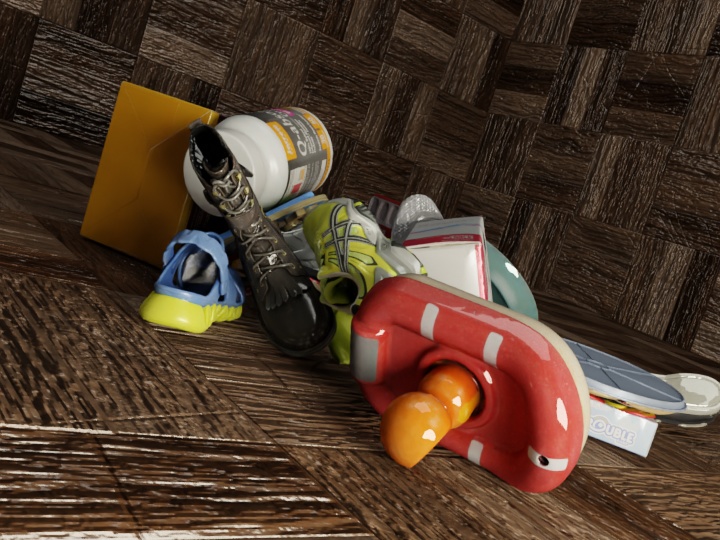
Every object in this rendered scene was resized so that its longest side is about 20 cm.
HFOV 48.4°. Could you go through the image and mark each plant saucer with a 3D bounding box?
[{"bbox_3d":[0.145,0.023,1.061,0.199,0.027,0.201,37,-24,19],"label":"plant saucer"}]

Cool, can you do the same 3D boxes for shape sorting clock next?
[{"bbox_3d":[-0.126,-0.039,0.955,0.198,0.040,0.200,-26,5,2],"label":"shape sorting clock"}]

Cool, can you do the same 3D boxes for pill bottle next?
[{"bbox_3d":[-0.120,-0.131,0.965,0.115,0.118,0.200,20,21,15],"label":"pill bottle"}]

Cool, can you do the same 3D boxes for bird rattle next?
[{"bbox_3d":[-0.032,0.046,0.882,0.198,0.114,0.162,11,-16,42],"label":"bird rattle"}]

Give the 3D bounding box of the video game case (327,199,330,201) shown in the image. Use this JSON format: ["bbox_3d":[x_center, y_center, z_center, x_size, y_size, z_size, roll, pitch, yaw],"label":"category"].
[{"bbox_3d":[0.000,0.000,1.011,0.023,0.184,0.200,-27,15,-6],"label":"video game case"}]

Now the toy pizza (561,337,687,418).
[{"bbox_3d":[0.255,0.117,0.877,0.197,0.032,0.200,18,9,-3],"label":"toy pizza"}]

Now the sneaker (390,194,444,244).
[{"bbox_3d":[0.077,0.009,1.011,0.074,0.204,0.114,-9,1,-1],"label":"sneaker"}]

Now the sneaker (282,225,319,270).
[{"bbox_3d":[-0.077,-0.023,1.193,0.198,0.101,0.075,17,3,-30],"label":"sneaker"}]

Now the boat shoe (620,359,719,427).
[{"bbox_3d":[0.380,0.167,1.076,0.196,0.075,0.061,4,-39,14],"label":"boat shoe"}]

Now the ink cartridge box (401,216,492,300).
[{"bbox_3d":[0.095,0.029,0.841,0.084,0.150,0.200,-6,10,12],"label":"ink cartridge box"}]

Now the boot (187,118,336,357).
[{"bbox_3d":[-0.101,-0.030,0.746,0.201,0.069,0.175,54,-9,39],"label":"boot"}]

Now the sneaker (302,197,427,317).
[{"bbox_3d":[-0.013,-0.010,0.739,0.075,0.077,0.200,-20,31,-22],"label":"sneaker"}]

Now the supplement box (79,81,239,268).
[{"bbox_3d":[-0.232,-0.116,1.056,0.131,0.200,0.200,20,6,16],"label":"supplement box"}]

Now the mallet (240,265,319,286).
[{"bbox_3d":[-0.109,0.018,1.043,0.065,0.042,0.199,17,9,24],"label":"mallet"}]

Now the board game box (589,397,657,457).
[{"bbox_3d":[0.234,0.139,0.950,0.197,0.044,0.199,20,7,10],"label":"board game box"}]

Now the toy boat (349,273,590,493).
[{"bbox_3d":[0.063,0.095,0.583,0.198,0.132,0.130,21,37,28],"label":"toy boat"}]

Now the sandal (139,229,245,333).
[{"bbox_3d":[-0.150,0.004,0.783,0.078,0.089,0.200,16,4,-2],"label":"sandal"}]

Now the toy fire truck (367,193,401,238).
[{"bbox_3d":[0.048,-0.035,1.346,0.111,0.171,0.199,15,7,-30],"label":"toy fire truck"}]
